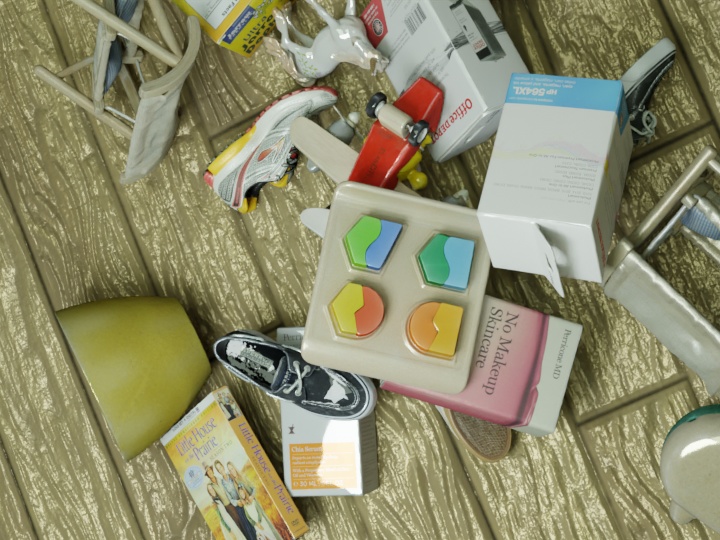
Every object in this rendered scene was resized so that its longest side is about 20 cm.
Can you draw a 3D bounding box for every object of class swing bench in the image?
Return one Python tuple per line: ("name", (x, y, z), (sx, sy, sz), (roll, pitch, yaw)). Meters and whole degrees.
("swing bench", (0.387, 0.007, 1.609), (0.199, 0.130, 0.200), (43, 101, 12))
("swing bench", (-0.278, -0.248, 1.771), (0.129, 0.199, 0.200), (-34, 77, -30))

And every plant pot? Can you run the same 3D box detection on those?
("plant pot", (-0.263, 0.111, 1.794), (0.141, 0.200, 0.201), (-25, 81, -11))

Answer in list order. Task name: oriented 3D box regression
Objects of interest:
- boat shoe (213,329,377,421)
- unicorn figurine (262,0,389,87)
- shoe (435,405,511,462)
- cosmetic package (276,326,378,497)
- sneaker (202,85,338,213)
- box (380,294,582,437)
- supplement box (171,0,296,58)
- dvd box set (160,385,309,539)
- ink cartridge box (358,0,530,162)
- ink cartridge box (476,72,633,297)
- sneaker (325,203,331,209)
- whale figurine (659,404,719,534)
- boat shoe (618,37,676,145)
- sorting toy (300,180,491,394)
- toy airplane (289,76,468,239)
("boat shoe", (-0.078, 0.120, 1.711), (0.199, 0.068, 0.072), (25, 96, 16))
("unicorn figurine", (-0.034, -0.274, 1.749), (0.074, 0.200, 0.138), (-32, 93, -26))
("shoe", (0.114, 0.134, 1.741), (0.070, 0.053, 0.201), (-29, 84, -7))
("cosmetic package", (-0.039, 0.166, 1.771), (0.100, 0.071, 0.202), (-5, 87, 17))
("sneaker", (-0.097, -0.149, 1.799), (0.200, 0.078, 0.082), (-42, 82, 21))
("box", (0.133, 0.097, 1.665), (0.198, 0.109, 0.129), (16, 82, 0))
("supplement box", (-0.187, -0.371, 1.806), (0.200, 0.109, 0.109), (45, 101, 13))
("dvd box set", (-0.154, 0.257, 1.789), (0.146, 0.029, 0.201), (-40, 77, 45))
("ink cartridge box", (0.098, -0.247, 1.694), (0.082, 0.147, 0.201), (-24, 81, -28))
("ink cartridge box", (0.206, -0.088, 1.572), (0.124, 0.129, 0.202), (8, 65, 19))
("sneaker", (0.000, 0.000, 1.763), (0.087, 0.074, 0.202), (-11, 81, 16))
("whale figurine", (0.415, 0.236, 1.632), (0.158, 0.104, 0.201), (-28, 104, 27))
("boat shoe", (0.300, -0.168, 1.675), (0.068, 0.074, 0.200), (41, 102, 10))
("sorting toy", (0.043, 0.018, 1.594), (0.183, 0.036, 0.202), (12, 84, -3))
("toy airplane", (0.025, -0.101, 1.686), (0.197, 0.141, 0.202), (-14, 87, 24))
